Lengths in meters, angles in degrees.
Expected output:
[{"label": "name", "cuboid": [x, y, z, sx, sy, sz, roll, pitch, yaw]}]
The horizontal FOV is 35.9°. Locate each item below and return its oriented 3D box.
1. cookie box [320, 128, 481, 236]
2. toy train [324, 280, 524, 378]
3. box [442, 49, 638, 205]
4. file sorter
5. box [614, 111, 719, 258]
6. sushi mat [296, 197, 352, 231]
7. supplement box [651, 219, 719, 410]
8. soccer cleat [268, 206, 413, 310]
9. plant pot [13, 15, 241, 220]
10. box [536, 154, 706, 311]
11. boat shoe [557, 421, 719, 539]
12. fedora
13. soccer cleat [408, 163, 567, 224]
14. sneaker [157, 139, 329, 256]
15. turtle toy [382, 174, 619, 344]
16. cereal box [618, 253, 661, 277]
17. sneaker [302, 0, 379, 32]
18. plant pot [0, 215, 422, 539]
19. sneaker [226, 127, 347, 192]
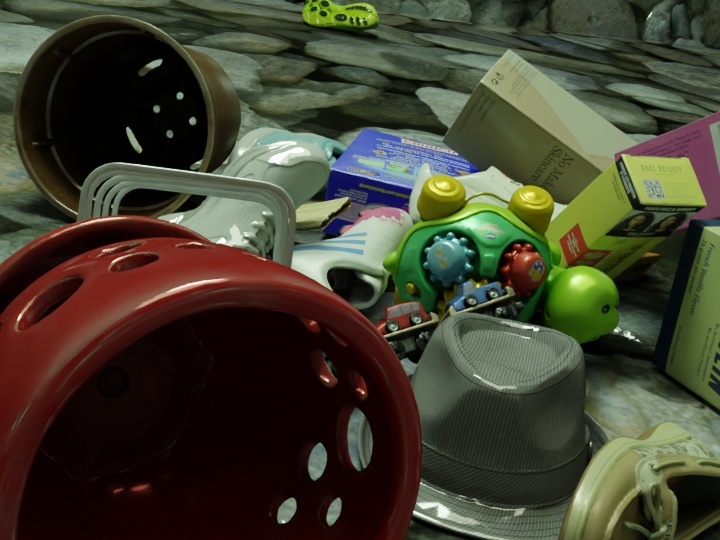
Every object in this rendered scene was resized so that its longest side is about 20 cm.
[{"label": "cookie box", "cuboid": [0.061, -0.083, 1.209, 0.170, 0.076, 0.200, 14, 21, 6]}, {"label": "toy train", "cuboid": [0.032, 0.047, 0.824, 0.199, 0.034, 0.046, -16, 68, -21]}, {"label": "box", "cuboid": [0.194, -0.117, 1.112, 0.200, 0.095, 0.078, 36, 46, 5]}, {"label": "file sorter", "cuboid": [-0.116, 0.001, 0.742, 0.138, 0.125, 0.200, 6, 0, -7]}, {"label": "box", "cuboid": [0.368, -0.078, 1.022, 0.199, 0.097, 0.175, 8, -21, -43]}, {"label": "sushi mat", "cuboid": [-0.114, -0.042, 1.020, 0.199, 0.012, 0.096, -5, 15, 16]}, {"label": "supplement box", "cuboid": [0.387, 0.055, 0.897, 0.199, 0.135, 0.200, 0, 21, -27]}, {"label": "soccer cleat", "cuboid": [0.000, 0.000, 0.986, 0.086, 0.070, 0.200, 31, 33, 27]}, {"label": "plant pot", "cuboid": [-0.217, -0.156, 1.137, 0.199, 0.201, 0.198, 12, 13, 7]}, {"label": "box", "cuboid": [0.207, -0.028, 0.973, 0.075, 0.200, 0.050, 0, 63, -28]}, {"label": "boat shoe", "cuboid": [0.177, 0.139, 0.663, 0.062, 0.074, 0.200, 23, 22, 30]}, {"label": "fedora", "cuboid": [0.092, 0.087, 0.739, 0.176, 0.091, 0.200, 16, 21, 16]}, {"label": "soccer cleat", "cuboid": [0.146, -0.061, 1.066, 0.199, 0.078, 0.069, 6, -15, -3]}, {"label": "sneaker", "cuboid": [-0.097, -0.025, 0.913, 0.200, 0.078, 0.099, -38, 51, -4]}, {"label": "turtle toy", "cuboid": [0.116, 0.010, 0.920, 0.199, 0.146, 0.101, 7, 41, -5]}, {"label": "cereal box", "cuboid": [0.219, -0.079, 1.189, 0.143, 0.040, 0.201, -8, 58, -38]}, {"label": "sneaker", "cuboid": [-0.047, -0.583, 2.570, 0.199, 0.074, 0.084, 16, -4, 25]}, {"label": "plant pot", "cuboid": [-0.098, 0.079, 0.534, 0.199, 0.202, 0.182, -3, 14, -30]}, {"label": "sneaker", "cuboid": [-0.069, -0.123, 1.266, 0.082, 0.074, 0.200, 16, 21, 30]}]
